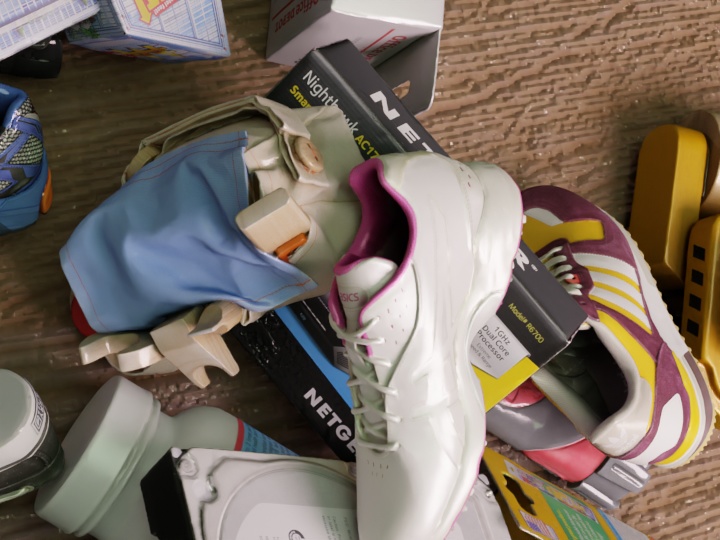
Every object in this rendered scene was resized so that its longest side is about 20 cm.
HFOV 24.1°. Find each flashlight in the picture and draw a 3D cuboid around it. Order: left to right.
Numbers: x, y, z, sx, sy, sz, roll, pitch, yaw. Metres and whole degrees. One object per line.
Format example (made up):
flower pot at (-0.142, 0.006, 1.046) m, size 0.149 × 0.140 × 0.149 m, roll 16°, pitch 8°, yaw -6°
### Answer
flashlight at (0.083, 0.062, 0.983) m, size 0.200 × 0.068 × 0.068 m, roll 35°, pitch 46°, yaw -13°

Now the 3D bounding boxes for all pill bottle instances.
pill bottle at (-0.065, 0.141, 0.890) m, size 0.200 × 0.109 × 0.109 m, roll 33°, pitch 73°, yaw -14°

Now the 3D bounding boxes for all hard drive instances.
hard drive at (0.000, 0.157, 0.813) m, size 0.200 × 0.038 × 0.140 m, roll 11°, pitch 47°, yaw -36°

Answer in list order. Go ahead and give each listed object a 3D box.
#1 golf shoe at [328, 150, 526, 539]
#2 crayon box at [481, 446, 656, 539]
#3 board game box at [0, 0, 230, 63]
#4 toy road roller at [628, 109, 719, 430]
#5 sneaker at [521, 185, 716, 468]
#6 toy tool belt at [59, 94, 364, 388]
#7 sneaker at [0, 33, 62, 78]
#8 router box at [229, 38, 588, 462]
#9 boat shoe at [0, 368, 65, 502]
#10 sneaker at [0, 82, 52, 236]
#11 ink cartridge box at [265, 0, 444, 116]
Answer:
golf shoe at (0.015, 0.039, 0.797) m, size 0.091 × 0.075 × 0.201 m, roll 16°, pitch 80°, yaw -37°
crayon box at (0.144, 0.182, 0.954) m, size 0.200 × 0.126 × 0.052 m, roll 30°, pitch 100°, yaw -15°
board game box at (-0.154, -0.177, 0.848) m, size 0.200 × 0.062 × 0.200 m, roll -35°, pitch 113°, yaw -34°
toy road roller at (0.244, 0.001, 1.008) m, size 0.123 × 0.146 × 0.201 m, roll 11°, pitch 79°, yaw -20°
sneaker at (0.121, 0.021, 0.946) m, size 0.090 × 0.075 × 0.200 m, roll 15°, pitch 35°, yaw -44°
toy tool belt at (-0.091, -0.005, 0.835) m, size 0.125 × 0.200 × 0.123 m, roll 61°, pitch 27°, yaw -2°
sneaker at (-0.204, -0.129, 0.897) m, size 0.104 × 0.060 × 0.200 m, roll 32°, pitch 70°, yaw -12°
router box at (0.000, 0.000, 0.900) m, size 0.200 × 0.149 × 0.051 m, roll 49°, pitch 26°, yaw 3°
boat shoe at (-0.247, 0.106, 0.834) m, size 0.199 × 0.064 × 0.071 m, roll -11°, pitch 49°, yaw 4°
sneaker at (-0.247, -0.051, 0.842) m, size 0.200 × 0.079 × 0.075 m, roll -20°, pitch 50°, yaw -35°
ink cartridge box at (-0.002, -0.182, 0.952) m, size 0.068 × 0.116 × 0.201 m, roll 8°, pitch 80°, yaw -20°
